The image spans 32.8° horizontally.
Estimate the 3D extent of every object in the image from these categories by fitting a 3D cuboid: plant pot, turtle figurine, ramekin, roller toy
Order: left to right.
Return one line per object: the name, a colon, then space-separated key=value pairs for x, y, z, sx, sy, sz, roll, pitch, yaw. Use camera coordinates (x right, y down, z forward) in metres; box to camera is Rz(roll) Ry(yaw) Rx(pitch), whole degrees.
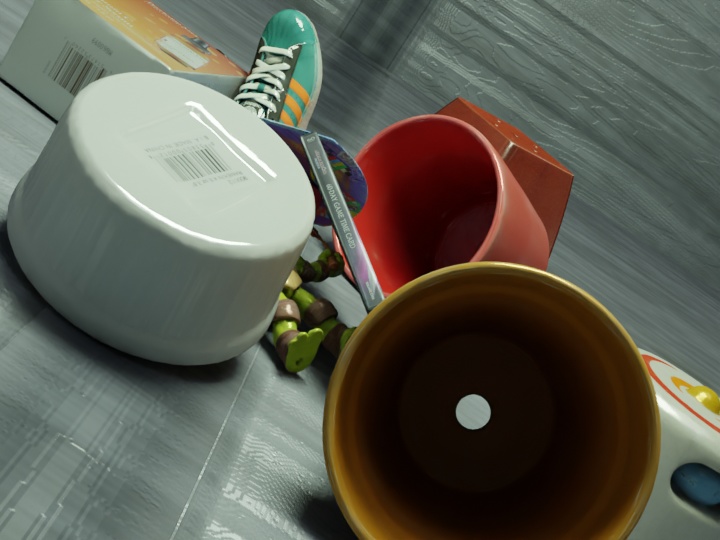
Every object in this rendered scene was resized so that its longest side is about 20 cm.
ramekin: x=-0.128 y=-0.043 z=0.830 sx=0.200 sy=0.098 sz=0.201 roll=23 pitch=36 yaw=-17
turtle figurine: x=-0.073 y=0.010 z=0.963 sx=0.199 sy=0.064 sz=0.161 roll=14 pitch=31 yaw=-50
plant pot: x=0.098 y=-0.038 z=1.268 sx=0.200 sy=0.201 sz=0.177 roll=45 pitch=10 yaw=36
plant pot: x=0.153 y=-0.102 z=1.577 sx=0.199 sy=0.177 sz=0.200 roll=20 pitch=21 yaw=-42
plant pot: x=0.080 y=0.100 z=0.806 sx=0.200 sy=0.201 sz=0.183 roll=35 pitch=-1 yaw=4
roller toy: x=0.265 y=0.159 z=1.069 sx=0.182 sy=0.140 sz=0.200 roll=41 pitch=16 yaw=22

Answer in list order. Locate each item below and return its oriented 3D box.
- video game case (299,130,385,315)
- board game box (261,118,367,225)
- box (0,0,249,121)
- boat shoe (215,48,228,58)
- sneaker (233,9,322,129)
video game case: x=0.000 y=0.000 z=1.001 sx=0.143 sy=0.019 sz=0.201 roll=70 pitch=0 yaw=-50
board game box: x=-0.095 y=-0.080 z=1.104 sx=0.199 sy=0.039 sz=0.158 roll=17 pitch=-26 yaw=6
box: x=-0.222 y=-0.189 z=1.184 sx=0.152 sy=0.107 sz=0.200 roll=36 pitch=15 yaw=9
boat shoe: x=-0.134 y=-0.207 z=1.506 sx=0.200 sy=0.066 sz=0.070 roll=44 pitch=18 yaw=33
sneaker: x=-0.091 y=-0.163 z=1.214 sx=0.071 sy=0.201 sz=0.080 roll=12 pitch=4 yaw=21
